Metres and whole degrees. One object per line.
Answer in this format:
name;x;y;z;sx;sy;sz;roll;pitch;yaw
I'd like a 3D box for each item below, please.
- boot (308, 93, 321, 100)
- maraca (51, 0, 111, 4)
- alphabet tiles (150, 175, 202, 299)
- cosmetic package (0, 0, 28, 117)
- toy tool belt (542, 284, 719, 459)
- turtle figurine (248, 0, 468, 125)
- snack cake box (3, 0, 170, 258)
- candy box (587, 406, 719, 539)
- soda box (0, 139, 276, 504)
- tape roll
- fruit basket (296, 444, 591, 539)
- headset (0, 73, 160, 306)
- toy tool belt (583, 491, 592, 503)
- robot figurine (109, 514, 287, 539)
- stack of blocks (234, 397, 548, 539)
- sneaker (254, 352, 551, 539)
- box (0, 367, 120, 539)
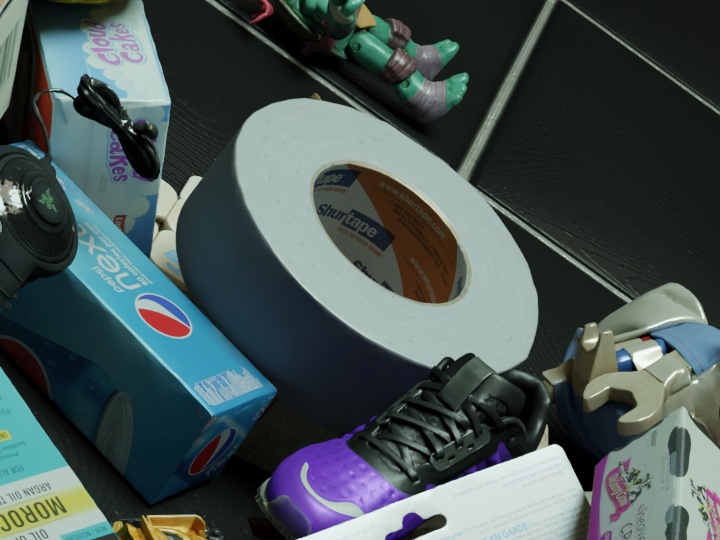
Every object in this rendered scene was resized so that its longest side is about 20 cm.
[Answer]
boot;-0.022;-0.042;1.541;0.073;0.076;0.200;29;22;-31
maraca;-0.170;-0.198;1.356;0.199;0.137;0.108;-7;79;-9
alphabet tiles;-0.070;0.009;1.481;0.199;0.015;0.196;35;25;-6
cosmetic package;-0.280;-0.131;1.291;0.199;0.088;0.104;13;24;-1
toy tool belt;0.171;0.086;1.482;0.200;0.122;0.126;-148;-140;-71
turtle figurine;-0.008;-0.197;1.819;0.200;0.100;0.150;42;36;-26
snack cake box;-0.162;-0.107;1.428;0.067;0.116;0.201;1;38;-17
candy box;0.190;0.180;1.172;0.200;0.061;0.137;46;27;-16
soda box;-0.142;0.024;1.299;0.200;0.068;0.064;45;28;17
tape roll;0.000;0.000;1.362;0.199;0.066;0.201;26;35;-20
fruit basket;0.059;0.199;1.156;0.184;0.094;0.201;-18;71;-31
headset;-0.176;-0.015;1.216;0.094;0.123;0.200;49;60;-27
toy tool belt;0.113;0.215;1.270;0.122;0.125;0.200;-20;57;-30
robot figurine;-0.043;0.166;1.192;0.199;0.058;0.145;14;31;-40
stack of blocks;0.007;0.078;1.391;0.199;0.059;0.115;29;34;-17
sneaker;0.029;0.085;1.241;0.070;0.100;0.200;44;28;21
box;-0.155;0.129;1.100;0.082;0.049;0.200;-16;54;-37
